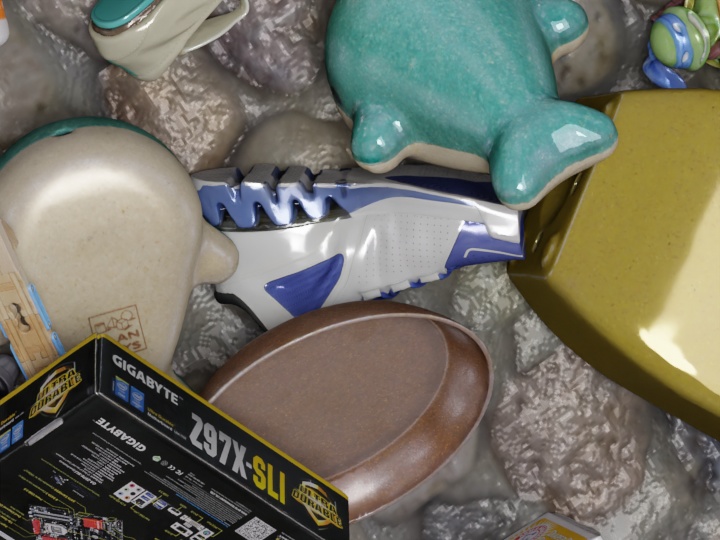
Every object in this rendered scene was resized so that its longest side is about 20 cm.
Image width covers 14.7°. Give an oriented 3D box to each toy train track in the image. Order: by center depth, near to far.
[{"bbox_3d":[-0.169,0.051,1.542,0.114,0.033,0.201,-12,123,16],"label":"toy train track"}]

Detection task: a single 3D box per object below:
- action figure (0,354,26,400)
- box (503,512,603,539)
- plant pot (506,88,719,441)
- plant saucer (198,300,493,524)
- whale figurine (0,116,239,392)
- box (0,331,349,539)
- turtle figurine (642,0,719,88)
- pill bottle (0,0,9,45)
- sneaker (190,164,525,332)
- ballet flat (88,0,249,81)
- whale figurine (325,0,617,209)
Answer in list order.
[{"bbox_3d":[-0.261,0.114,1.580,0.130,0.069,0.200,45,68,-5],"label":"action figure"},{"bbox_3d":[0.071,0.245,1.650,0.199,0.101,0.113,-31,100,-10],"label":"box"},{"bbox_3d":[0.202,-0.012,1.625,0.199,0.195,0.195,23,87,-11],"label":"plant pot"},{"bbox_3d":[-0.021,0.082,1.601,0.199,0.201,0.035,-20,54,-12],"label":"plant saucer"},{"bbox_3d":[-0.149,0.006,1.596,0.158,0.104,0.201,-17,118,-7],"label":"whale figurine"},{"bbox_3d":[-0.127,0.134,1.542,0.159,0.050,0.200,-33,128,29],"label":"box"},{"bbox_3d":[0.276,-0.170,1.643,0.193,0.200,0.144,-24,66,-34],"label":"turtle figurine"},{"bbox_3d":[-0.271,-0.209,1.535,0.113,0.114,0.201,-15,97,-12],"label":"pill bottle"},{"bbox_3d":[-0.001,0.000,1.625,0.198,0.081,0.116,2,104,9],"label":"sneaker"},{"bbox_3d":[-0.072,-0.185,1.617,0.200,0.069,0.070,-43,102,-6],"label":"ballet flat"},{"bbox_3d":[0.059,-0.115,1.569,0.159,0.200,0.104,-32,132,-11],"label":"whale figurine"}]
